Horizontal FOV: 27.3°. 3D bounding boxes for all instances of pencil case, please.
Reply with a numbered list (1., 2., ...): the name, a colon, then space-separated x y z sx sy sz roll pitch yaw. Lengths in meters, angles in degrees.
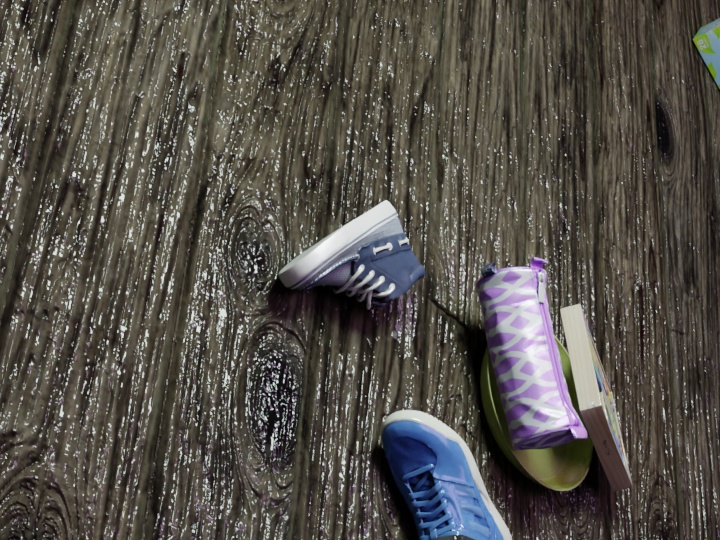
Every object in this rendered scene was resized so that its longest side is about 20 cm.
1. pencil case: 0.182 0.090 1.575 0.084 0.085 0.202 7 67 -51

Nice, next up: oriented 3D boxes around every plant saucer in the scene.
1. plant saucer: 0.191 0.150 1.651 0.199 0.031 0.202 30 49 -41

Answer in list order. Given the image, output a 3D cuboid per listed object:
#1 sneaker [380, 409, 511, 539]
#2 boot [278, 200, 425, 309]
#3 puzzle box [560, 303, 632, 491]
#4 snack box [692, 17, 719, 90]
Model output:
1. sneaker: 0.077 0.235 1.414 0.201 0.076 0.111 60 26 -20
2. boot: 0.000 0.000 1.451 0.091 0.072 0.200 58 35 -2
3. puzzle box: 0.267 0.146 1.675 0.200 0.025 0.134 60 18 -52
4. snack box: 0.667 -0.354 2.405 0.170 0.199 0.068 57 37 -10
